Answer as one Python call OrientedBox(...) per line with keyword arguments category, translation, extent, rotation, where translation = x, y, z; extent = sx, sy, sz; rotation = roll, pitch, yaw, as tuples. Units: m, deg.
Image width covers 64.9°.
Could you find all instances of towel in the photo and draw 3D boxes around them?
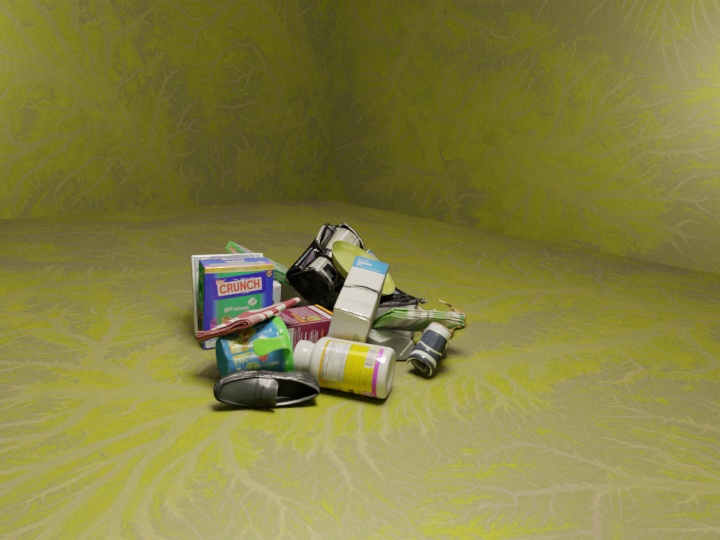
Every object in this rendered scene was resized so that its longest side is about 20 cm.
OrientedBox(category="towel", translation=(-0.230, 0.098, 1.187), extent=(0.144, 0.023, 0.200), rotation=(-18, 4, 26))
OrientedBox(category="towel", translation=(0.134, 0.130, 1.369), extent=(0.200, 0.031, 0.149), rotation=(6, -23, -23))

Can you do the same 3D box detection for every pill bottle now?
OrientedBox(category="pill bottle", translation=(-0.034, 0.195, 1.163), extent=(0.200, 0.104, 0.104), rotation=(8, 14, 15))

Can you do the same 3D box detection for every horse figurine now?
OrientedBox(category="horse figurine", translation=(0.241, 0.133, 1.595), extent=(0.132, 0.050, 0.200), rotation=(30, 20, 34))

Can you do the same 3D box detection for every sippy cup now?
OrientedBox(category="sippy cup", translation=(-0.221, 0.170, 1.153), extent=(0.130, 0.178, 0.140), rotation=(-10, 43, -29))

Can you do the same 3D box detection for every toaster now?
OrientedBox(category="toaster", translation=(0.045, 0.109, 1.497), extent=(0.181, 0.119, 0.200), rotation=(-3, 15, -25))

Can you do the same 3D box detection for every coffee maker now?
OrientedBox(category="coffee maker", translation=(-0.105, -0.014, 1.570), extent=(0.135, 0.192, 0.200), rotation=(39, 52, -2))

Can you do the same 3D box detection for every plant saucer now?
OrientedBox(category="plant saucer", translation=(0.000, 0.000, 1.450), extent=(0.200, 0.031, 0.200), rotation=(34, 21, -15))

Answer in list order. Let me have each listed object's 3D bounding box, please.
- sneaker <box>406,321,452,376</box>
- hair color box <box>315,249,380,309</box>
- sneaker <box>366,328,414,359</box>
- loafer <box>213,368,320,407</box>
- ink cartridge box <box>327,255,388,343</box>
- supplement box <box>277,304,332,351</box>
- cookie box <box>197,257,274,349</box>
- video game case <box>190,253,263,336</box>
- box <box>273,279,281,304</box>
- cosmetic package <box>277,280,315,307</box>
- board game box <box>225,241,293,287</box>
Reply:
OrientedBox(category="sneaker", translation=(0.156, 0.191, 1.318), extent=(0.070, 0.109, 0.200), rotation=(29, -14, 10))
OrientedBox(category="hair color box", translation=(-0.039, 0.030, 1.638), extent=(0.200, 0.061, 0.100), rotation=(-36, 10, 31))
OrientedBox(category="sneaker", translation=(0.026, 0.174, 1.364), extent=(0.200, 0.071, 0.080), rotation=(10, 6, -6))
OrientedBox(category="loafer", translation=(-0.174, 0.224, 1.072), extent=(0.200, 0.068, 0.070), rotation=(2, 5, -23))
OrientedBox(category="ink cartridge box", translation=(-0.007, 0.085, 1.268), extent=(0.084, 0.145, 0.200), rotation=(16, 37, 5))
OrientedBox(category="supplement box", translation=(-0.160, 0.147, 1.349), extent=(0.200, 0.086, 0.110), rotation=(-6, 17, -36))
OrientedBox(category="cookie box", translation=(-0.300, 0.075, 1.358), extent=(0.171, 0.200, 0.075), rotation=(-4, 16, -29))
OrientedBox(category="video game case", translation=(-0.329, 0.059, 1.424), extent=(0.182, 0.200, 0.023), rotation=(-3, -1, -28))
OrientedBox(category="box", translation=(-0.327, 0.075, 1.528), extent=(0.200, 0.115, 0.132), rotation=(-2, 15, -23))
OrientedBox(category="cosmetic package", translation=(-0.166, 0.046, 1.755), extent=(0.107, 0.085, 0.200), rotation=(8, 15, 19))
OrientedBox(category="board game box", translation=(-0.265, -0.013, 1.578), extent=(0.200, 0.029, 0.135), rotation=(27, 3, -40))
